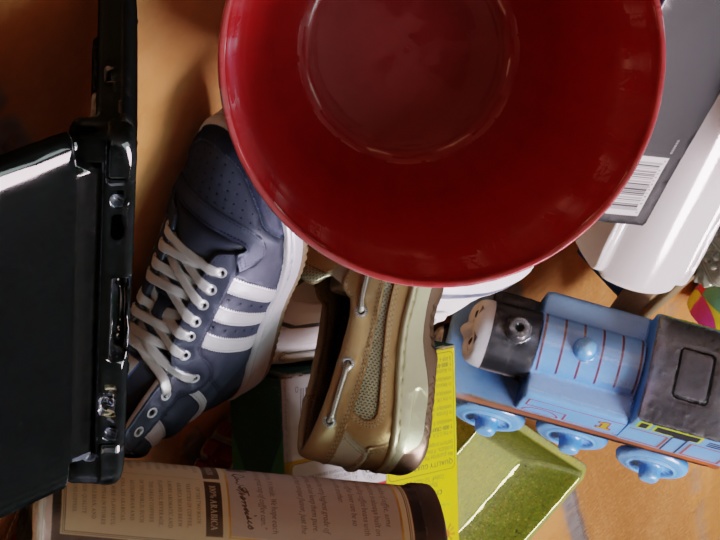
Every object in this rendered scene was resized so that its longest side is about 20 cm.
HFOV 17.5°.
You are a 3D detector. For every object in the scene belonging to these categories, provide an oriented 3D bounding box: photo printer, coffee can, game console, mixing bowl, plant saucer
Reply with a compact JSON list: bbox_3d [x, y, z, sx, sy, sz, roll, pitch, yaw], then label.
[{"bbox_3d":[0.165,-0.114,1.228,0.069,0.167,0.201,10,125,-21],"label":"photo printer"},{"bbox_3d":[-0.069,0.168,1.142,0.199,0.147,0.147,7,132,-11],"label":"coffee can"},{"bbox_3d":[-0.154,0.000,0.987,0.116,0.176,0.201,2,132,-7],"label":"game console"},{"bbox_3d":[0.030,-0.098,1.063,0.200,0.200,0.108,-47,-170,0],"label":"mixing bowl"},{"bbox_3d":[0.044,0.172,1.548,0.200,0.048,0.200,-49,152,3],"label":"plant saucer"}]

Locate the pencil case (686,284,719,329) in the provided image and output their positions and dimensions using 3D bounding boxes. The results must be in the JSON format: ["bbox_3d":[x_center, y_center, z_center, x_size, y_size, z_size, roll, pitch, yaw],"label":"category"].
[{"bbox_3d":[0.313,-0.025,1.635,0.088,0.088,0.201,0,126,-54],"label":"pencil case"}]

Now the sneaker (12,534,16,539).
[{"bbox_3d":[-0.120,0.199,1.243,0.199,0.078,0.116,14,114,-19],"label":"sneaker"}]

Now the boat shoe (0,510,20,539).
[{"bbox_3d":[-0.205,0.130,1.130,0.068,0.072,0.200,-13,146,-54],"label":"boat shoe"}]

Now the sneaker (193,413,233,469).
[{"bbox_3d":[-0.074,0.147,1.341,0.200,0.078,0.082,-54,178,5],"label":"sneaker"}]

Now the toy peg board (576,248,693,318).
[{"bbox_3d":[0.210,-0.070,1.436,0.200,0.098,0.199,-39,172,-14],"label":"toy peg board"}]

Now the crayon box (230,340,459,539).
[{"bbox_3d":[-0.006,0.144,1.277,0.126,0.051,0.201,-8,100,-41],"label":"crayon box"}]

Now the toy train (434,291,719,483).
[{"bbox_3d":[0.140,0.063,1.400,0.114,0.199,0.087,113,-7,-70],"label":"toy train"}]

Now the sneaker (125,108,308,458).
[{"bbox_3d":[-0.091,0.015,1.131,0.108,0.070,0.201,-32,152,-30],"label":"sneaker"}]

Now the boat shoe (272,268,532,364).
[{"bbox_3d":[0.011,0.006,1.275,0.199,0.074,0.066,-8,139,-36],"label":"boat shoe"}]

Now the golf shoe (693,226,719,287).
[{"bbox_3d":[0.222,-0.088,1.304,0.097,0.078,0.201,7,80,-29],"label":"golf shoe"}]

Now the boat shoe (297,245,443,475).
[{"bbox_3d":[0.000,0.000,1.174,0.076,0.201,0.072,7,167,-19],"label":"boat shoe"}]

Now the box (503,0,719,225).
[{"bbox_3d":[0.120,-0.144,1.136,0.079,0.141,0.201,4,125,-39],"label":"box"}]
